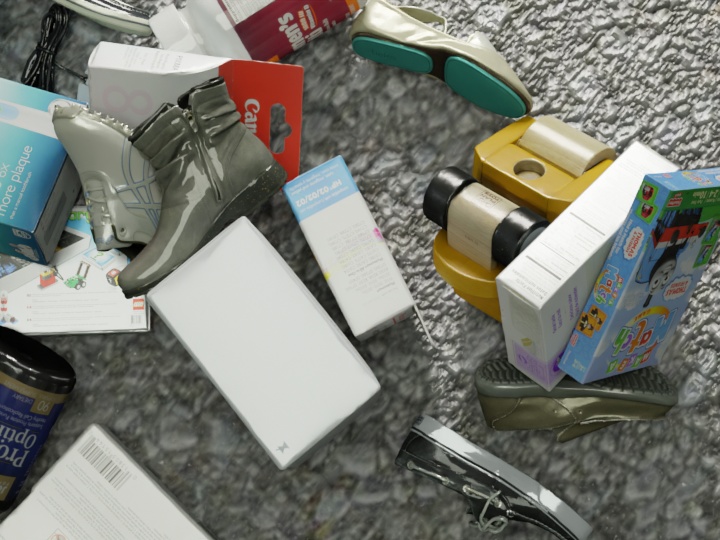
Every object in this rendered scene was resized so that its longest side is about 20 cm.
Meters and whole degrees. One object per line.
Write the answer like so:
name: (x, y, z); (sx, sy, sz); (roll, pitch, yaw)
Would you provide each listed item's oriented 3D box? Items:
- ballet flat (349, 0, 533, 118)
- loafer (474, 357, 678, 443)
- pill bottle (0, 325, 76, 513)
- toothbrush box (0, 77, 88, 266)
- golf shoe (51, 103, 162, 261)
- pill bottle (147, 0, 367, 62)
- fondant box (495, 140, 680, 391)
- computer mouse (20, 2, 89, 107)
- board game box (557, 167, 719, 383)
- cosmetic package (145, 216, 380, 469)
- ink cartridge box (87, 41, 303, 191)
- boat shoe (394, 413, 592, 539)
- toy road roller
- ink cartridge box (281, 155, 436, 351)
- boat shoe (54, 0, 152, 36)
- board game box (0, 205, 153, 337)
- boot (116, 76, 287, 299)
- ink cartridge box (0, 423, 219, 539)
ballet flat: (0.087, -0.218, 1.714); (0.198, 0.069, 0.070); (24, 86, 5)
loafer: (0.207, 0.126, 1.680); (0.198, 0.075, 0.070); (3, 117, 1)
pill bottle: (-0.363, 0.163, 1.663); (0.111, 0.112, 0.201); (29, 97, 4)
toothbrush box: (-0.375, -0.110, 1.685); (0.198, 0.085, 0.148); (17, 68, 8)
golf shoe: (-0.229, -0.068, 1.636); (0.200, 0.078, 0.098); (48, 57, -31)
pill bottle: (-0.101, -0.258, 1.698); (0.199, 0.110, 0.110); (-32, 84, -1)
fondant box: (0.216, -0.003, 1.617); (0.200, 0.145, 0.058); (-42, 59, -18)
computer mouse: (-0.244, -0.180, 1.729); (0.198, 0.044, 0.111); (24, 85, 4)
board game box: (0.271, 0.003, 1.606); (0.036, 0.151, 0.201); (36, 115, 29)
cosmetic package: (-0.084, 0.072, 1.622); (0.123, 0.200, 0.200); (-39, 85, -1)
ink cartridge box: (-0.159, -0.134, 1.670); (0.198, 0.164, 0.057); (10, 44, 6)
boat shoe: (0.125, 0.216, 1.663); (0.198, 0.074, 0.068); (32, 82, 5)
toy road roller: (0.154, -0.042, 1.669); (0.122, 0.147, 0.199); (32, 52, 32)
ink cartridge box: (0.000, 0.000, 1.667); (0.067, 0.115, 0.201); (-27, 84, 1)
boat shoe: (-0.289, -0.294, 1.728); (0.199, 0.075, 0.063); (30, 93, 10)
board game box: (-0.305, 0.002, 1.720); (0.198, 0.035, 0.128); (-2, 84, 2)
boot: (-0.176, -0.080, 1.609); (0.200, 0.068, 0.131); (-42, 108, -8)
ink cartridge box: (-0.247, 0.280, 1.688); (0.200, 0.045, 0.176); (44, 87, 6)
